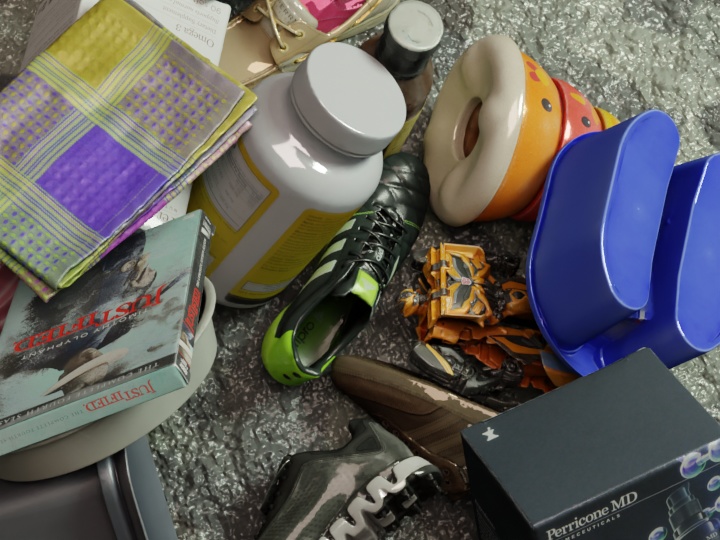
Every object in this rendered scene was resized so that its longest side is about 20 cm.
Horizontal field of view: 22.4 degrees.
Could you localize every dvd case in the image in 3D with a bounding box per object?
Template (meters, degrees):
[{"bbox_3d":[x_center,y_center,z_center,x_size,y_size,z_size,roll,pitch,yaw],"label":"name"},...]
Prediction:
[{"bbox_3d":[-0.169,0.037,1.166,0.145,0.022,0.200,-20,28,12],"label":"dvd case"}]

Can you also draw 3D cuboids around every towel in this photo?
[{"bbox_3d":[-0.182,-0.089,1.213,0.143,0.023,0.200,41,70,14],"label":"towel"}]

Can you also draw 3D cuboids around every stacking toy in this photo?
[{"bbox_3d":[0.159,-0.087,1.390,0.199,0.146,0.147,13,69,-21],"label":"stacking toy"}]

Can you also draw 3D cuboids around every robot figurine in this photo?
[{"bbox_3d":[0.124,0.036,1.341,0.199,0.058,0.146,12,45,-12],"label":"robot figurine"}]

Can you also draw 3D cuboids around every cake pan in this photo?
[{"bbox_3d":[-0.178,0.069,1.189,0.200,0.200,0.037,-33,115,-16],"label":"cake pan"}]

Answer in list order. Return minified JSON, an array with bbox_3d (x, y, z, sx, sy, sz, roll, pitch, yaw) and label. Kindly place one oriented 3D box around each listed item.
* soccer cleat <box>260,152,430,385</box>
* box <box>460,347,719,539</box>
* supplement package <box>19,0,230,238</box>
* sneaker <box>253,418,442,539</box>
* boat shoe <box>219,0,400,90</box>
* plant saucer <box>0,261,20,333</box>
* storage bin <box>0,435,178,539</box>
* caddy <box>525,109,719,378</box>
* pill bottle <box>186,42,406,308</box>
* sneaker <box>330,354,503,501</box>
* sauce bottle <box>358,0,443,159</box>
[{"bbox_3d":[0.000,0.000,1.337,0.067,0.081,0.201,38,76,-20],"label":"soccer cleat"},{"bbox_3d":[0.165,0.180,1.232,0.148,0.201,0.107,-23,39,-13],"label":"box"},{"bbox_3d":[-0.184,-0.109,1.319,0.116,0.117,0.201,22,62,-26],"label":"supplement package"},{"bbox_3d":[-0.042,0.180,1.292,0.200,0.067,0.091,-39,61,-6],"label":"sneaker"},{"bbox_3d":[-0.053,-0.196,1.415,0.199,0.069,0.074,-35,78,-16],"label":"boat shoe"},{"bbox_3d":[-0.324,-0.035,1.340,0.199,0.051,0.202,2,70,-5],"label":"plant saucer"},{"bbox_3d":[-0.193,0.194,1.217,0.133,0.146,0.201,-14,112,-1],"label":"storage bin"},{"bbox_3d":[0.192,-0.015,1.292,0.141,0.105,0.201,29,59,-21],"label":"caddy"},{"bbox_3d":[-0.054,-0.068,1.292,0.111,0.200,0.113,22,46,-24],"label":"pill bottle"},{"bbox_3d":[0.061,0.125,1.319,0.199,0.070,0.076,22,90,11],"label":"sneaker"},{"bbox_3d":[0.018,-0.132,1.331,0.064,0.200,0.065,5,68,-13],"label":"sauce bottle"}]
